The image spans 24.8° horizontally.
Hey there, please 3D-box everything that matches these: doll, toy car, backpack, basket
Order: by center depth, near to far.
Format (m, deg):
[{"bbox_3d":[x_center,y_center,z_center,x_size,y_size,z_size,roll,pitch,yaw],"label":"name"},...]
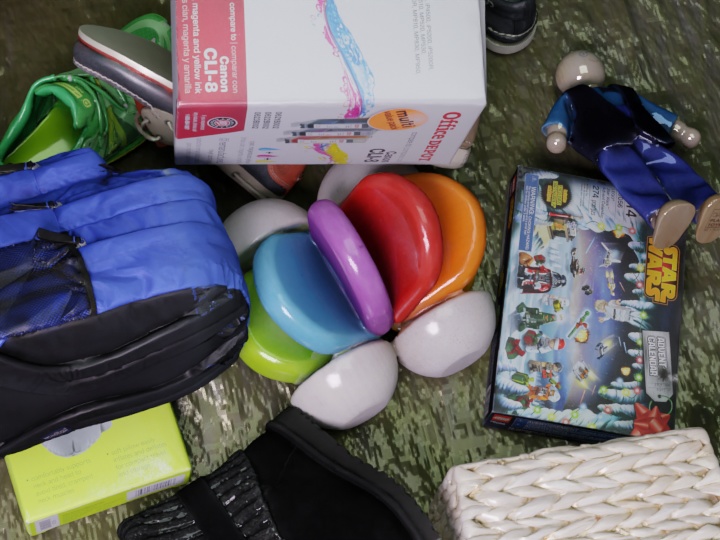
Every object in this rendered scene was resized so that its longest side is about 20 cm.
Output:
[{"bbox_3d":[-0.178,0.007,1.073,0.199,0.163,0.168,-14,68,-11],"label":"backpack"},{"bbox_3d":[0.149,0.190,1.110,0.199,0.136,0.124,-8,68,-10],"label":"basket"},{"bbox_3d":[0.000,0.000,1.156,0.199,0.150,0.175,-26,74,-16],"label":"toy car"},{"bbox_3d":[0.207,-0.098,1.250,0.136,0.049,0.200,-8,45,-26],"label":"doll"}]

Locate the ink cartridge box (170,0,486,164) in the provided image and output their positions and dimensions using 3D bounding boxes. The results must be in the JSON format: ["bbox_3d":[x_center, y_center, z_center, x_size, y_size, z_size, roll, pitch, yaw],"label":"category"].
[{"bbox_3d":[-0.025,-0.156,1.089,0.199,0.145,0.145,-1,78,-7],"label":"ink cartridge box"}]

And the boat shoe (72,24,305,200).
[{"bbox_3d":[-0.126,-0.112,1.196,0.199,0.063,0.071,27,22,-25],"label":"boat shoe"}]

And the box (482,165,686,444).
[{"bbox_3d":[0.170,0.028,1.226,0.136,0.040,0.201,10,68,-5],"label":"box"}]

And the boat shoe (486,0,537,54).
[{"bbox_3d":[0.074,-0.266,1.314,0.074,0.066,0.200,-29,75,-15],"label":"boat shoe"}]

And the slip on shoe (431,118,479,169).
[{"bbox_3d":[-0.009,-0.131,1.192,0.199,0.076,0.061,17,111,-3],"label":"slip on shoe"}]

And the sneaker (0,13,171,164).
[{"bbox_3d":[-0.199,-0.116,1.212,0.074,0.084,0.200,35,68,7],"label":"sneaker"}]

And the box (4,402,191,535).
[{"bbox_3d":[-0.206,0.071,1.158,0.121,0.048,0.201,-17,73,-14],"label":"box"}]

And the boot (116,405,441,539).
[{"bbox_3d":[-0.050,0.193,1.084,0.158,0.080,0.211,-35,41,-22],"label":"boot"}]
